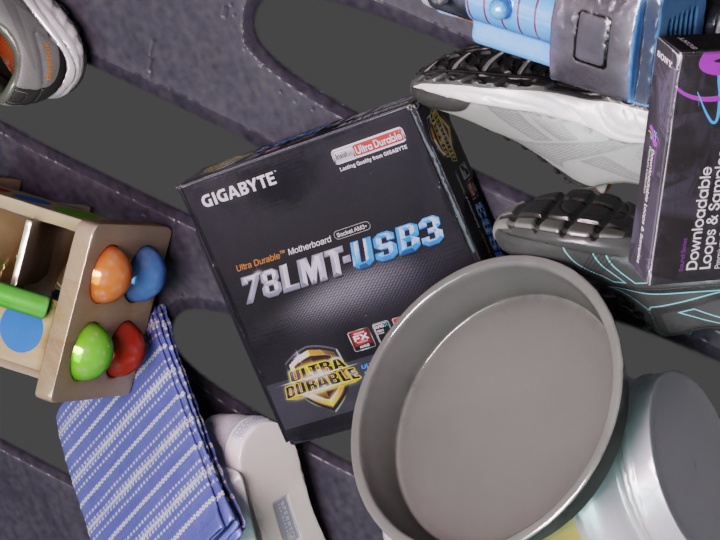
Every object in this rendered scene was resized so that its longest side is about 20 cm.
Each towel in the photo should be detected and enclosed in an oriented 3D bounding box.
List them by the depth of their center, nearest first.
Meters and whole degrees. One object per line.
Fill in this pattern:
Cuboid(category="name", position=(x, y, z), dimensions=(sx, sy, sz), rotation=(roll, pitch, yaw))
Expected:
Cuboid(category="towel", position=(-0.152, 0.141, 1.659), dimensions=(0.145, 0.024, 0.201), rotation=(-47, 49, 32))

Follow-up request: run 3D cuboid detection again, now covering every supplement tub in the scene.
Cuboid(category="supplement tub", position=(0.129, 0.149, 1.517), dimensions=(0.199, 0.145, 0.146), rotation=(-19, 102, 31))

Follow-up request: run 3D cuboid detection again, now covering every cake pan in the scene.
Cuboid(category="cake pan", position=(0.084, 0.089, 1.458), dimensions=(0.199, 0.201, 0.037), rotation=(-19, 146, 31))

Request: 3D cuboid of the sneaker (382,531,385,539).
Cuboid(category="sneaker", position=(0.036, 0.240, 1.607), dimensions=(0.082, 0.075, 0.201), rotation=(-21, 75, 17))

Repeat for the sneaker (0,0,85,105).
Cuboid(category="sneaker", position=(-0.274, -0.194, 1.601), dimensions=(0.200, 0.079, 0.074), rotation=(47, 124, 4))

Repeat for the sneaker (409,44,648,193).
Cuboid(category="sneaker", position=(0.122, -0.091, 1.464), dimensions=(0.199, 0.074, 0.080), rotation=(15, 122, 20))

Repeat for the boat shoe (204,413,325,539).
Cuboid(category="boat shoe", position=(-0.074, 0.194, 1.685), dimensions=(0.068, 0.072, 0.201), rotation=(13, 128, 48))

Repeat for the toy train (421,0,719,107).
Cuboid(category="toy train", position=(0.124, -0.164, 1.394), dimensions=(0.199, 0.114, 0.087), rotation=(22, 119, 30))

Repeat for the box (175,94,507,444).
Cuboid(category="box", position=(0.000, 0.000, 1.576), dimensions=(0.199, 0.050, 0.199), rotation=(-16, 104, 30))

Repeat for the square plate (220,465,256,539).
Cuboid(category="square plate", position=(-0.138, 0.225, 1.706), dimensions=(0.199, 0.028, 0.199), rotation=(8, 115, 47))

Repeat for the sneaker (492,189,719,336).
Cuboid(category="sneaker", position=(0.176, 0.002, 1.474), dimensions=(0.199, 0.075, 0.080), rotation=(10, 117, 22))

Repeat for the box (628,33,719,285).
Cuboid(category="box", position=(0.257, -0.069, 1.357), dimensions=(0.199, 0.036, 0.144), rotation=(-5, 116, -20))

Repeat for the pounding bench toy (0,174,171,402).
Cuboid(category="pounding bench toy", position=(-0.235, 0.013, 1.587), dimensions=(0.155, 0.200, 0.125), rotation=(17, 96, 19))
